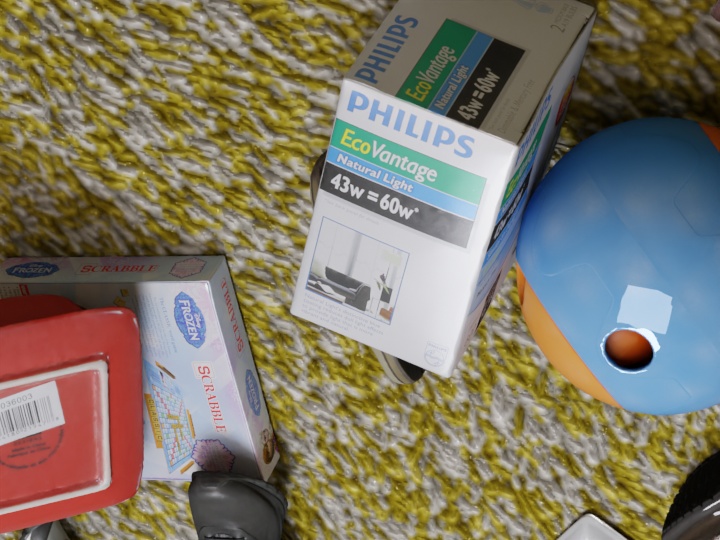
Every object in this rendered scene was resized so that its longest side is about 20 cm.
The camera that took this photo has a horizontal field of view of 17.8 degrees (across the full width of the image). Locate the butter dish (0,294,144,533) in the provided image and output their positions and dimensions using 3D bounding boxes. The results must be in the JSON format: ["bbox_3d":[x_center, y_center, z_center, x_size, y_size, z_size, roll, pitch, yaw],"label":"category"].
[{"bbox_3d":[-0.282,0.094,1.803,0.199,0.148,0.200,-12,128,-20],"label":"butter dish"}]

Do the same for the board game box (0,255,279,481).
[{"bbox_3d":[-0.182,0.081,1.864,0.199,0.041,0.201,0,123,21],"label":"board game box"}]

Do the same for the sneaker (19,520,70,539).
[{"bbox_3d":[-0.252,0.281,2.022,0.079,0.074,0.201,-4,129,12],"label":"sneaker"}]

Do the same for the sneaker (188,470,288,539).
[{"bbox_3d":[-0.097,0.236,1.881,0.076,0.091,0.200,1,143,19],"label":"sneaker"}]

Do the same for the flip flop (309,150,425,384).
[{"bbox_3d":[0.000,0.000,1.723,0.057,0.081,0.200,4,132,36],"label":"flip flop"}]

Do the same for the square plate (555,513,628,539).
[{"bbox_3d":[0.204,0.313,1.887,0.198,0.028,0.200,37,129,-6],"label":"square plate"}]

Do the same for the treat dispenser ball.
[{"bbox_3d":[0.204,-0.003,1.554,0.200,0.201,0.201,10,127,14],"label":"treat dispenser ball"}]

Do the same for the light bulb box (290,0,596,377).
[{"bbox_3d":[0.057,-0.075,1.559,0.124,0.198,0.200,22,129,9],"label":"light bulb box"}]

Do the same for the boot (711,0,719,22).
[{"bbox_3d":[0.306,-0.129,1.525,0.166,0.072,0.200,34,131,11],"label":"boot"}]

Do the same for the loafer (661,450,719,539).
[{"bbox_3d":[0.306,0.164,1.711,0.071,0.073,0.200,44,127,-10],"label":"loafer"}]
